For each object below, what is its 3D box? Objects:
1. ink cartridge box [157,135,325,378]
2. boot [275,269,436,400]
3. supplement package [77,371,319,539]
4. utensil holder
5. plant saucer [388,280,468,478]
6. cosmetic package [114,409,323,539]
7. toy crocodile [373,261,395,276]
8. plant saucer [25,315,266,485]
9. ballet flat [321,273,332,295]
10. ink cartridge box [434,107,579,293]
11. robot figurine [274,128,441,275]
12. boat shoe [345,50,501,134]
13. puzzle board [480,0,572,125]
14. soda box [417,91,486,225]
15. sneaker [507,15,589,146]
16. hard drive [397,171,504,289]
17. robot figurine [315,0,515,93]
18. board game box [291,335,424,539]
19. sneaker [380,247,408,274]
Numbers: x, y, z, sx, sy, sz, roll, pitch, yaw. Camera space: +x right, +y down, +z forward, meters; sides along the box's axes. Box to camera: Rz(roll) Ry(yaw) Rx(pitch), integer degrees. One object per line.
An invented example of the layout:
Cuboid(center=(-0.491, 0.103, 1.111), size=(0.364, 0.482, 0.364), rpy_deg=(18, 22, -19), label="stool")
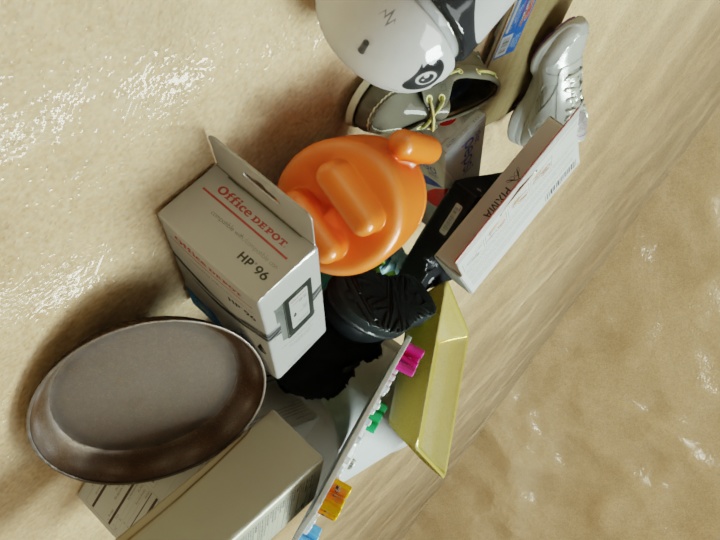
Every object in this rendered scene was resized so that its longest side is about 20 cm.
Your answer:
Cuboid(center=(-0.094, -0.004, 0.721), size=(0.068, 0.116, 0.200), rpy_deg=(-44, 160, -20), label="ink cartridge box")
Cuboid(center=(-0.026, 0.072, 0.891), size=(0.168, 0.077, 0.200), rpy_deg=(-38, 166, 20), label="boot")
Cuboid(center=(-0.166, 0.198, 0.946), size=(0.156, 0.111, 0.200), rpy_deg=(-56, 160, 17), label="supplement package")
Cuboid(center=(-0.033, 0.184, 1.135), size=(0.200, 0.170, 0.170), rpy_deg=(-19, 144, -56), label="utensil holder")
Cuboid(center=(0.083, 0.136, 1.082), size=(0.200, 0.048, 0.201), rpy_deg=(57, 42, -63), label="plant saucer")
Cuboid(center=(-0.131, 0.231, 0.805), size=(0.200, 0.073, 0.104), rpy_deg=(-38, 158, -31), label="cosmetic package")
Cuboid(center=(0.000, 0.000, 0.964), size=(0.067, 0.062, 0.200), rpy_deg=(-22, 143, 5), label="toy crocodile")
Cuboid(center=(-0.181, 0.107, 0.755), size=(0.200, 0.032, 0.201), rpy_deg=(-15, 134, -16), label="plant saucer")
Cuboid(center=(-0.091, 0.031, 0.897), size=(0.200, 0.068, 0.075), rpy_deg=(-45, -177, 2), label="ballet flat")
Cuboid(center=(0.158, -0.078, 0.951), size=(0.200, 0.045, 0.176), rpy_deg=(-51, 162, -1), label="ink cartridge box")
Cuboid(center=(-0.003, -0.062, 0.778), size=(0.200, 0.116, 0.144), rpy_deg=(-39, 144, -73), label="robot figurine")
Cuboid(center=(0.065, -0.170, 0.854), size=(0.202, 0.060, 0.072), rpy_deg=(-31, 154, -44), label="boat shoe")
Cuboid(center=(0.182, -0.255, 1.034), size=(0.151, 0.017, 0.200), rpy_deg=(-33, 154, -40), label="puzzle board")
Cuboid(center=(0.094, -0.119, 1.011), size=(0.068, 0.063, 0.200), rpy_deg=(-44, 160, -15), label="soda box")
Cuboid(center=(0.249, -0.216, 1.077), size=(0.075, 0.100, 0.200), rpy_deg=(-35, 155, -30), label="sneaker")
Cuboid(center=(0.130, -0.051, 1.063), size=(0.200, 0.038, 0.140), rpy_deg=(-16, 142, -57), label="hard drive")
Cuboid(center=(0.059, -0.222, 0.640), size=(0.200, 0.125, 0.150), rpy_deg=(-49, 143, -3), label="robot figurine")
Cuboid(center=(-0.006, 0.187, 0.911), size=(0.200, 0.026, 0.200), rpy_deg=(-58, 175, -30), label="board game box")
Cuboid(center=(0.033, -0.006, 1.055), size=(0.074, 0.082, 0.200), rpy_deg=(-51, 158, 0), label="sneaker")
